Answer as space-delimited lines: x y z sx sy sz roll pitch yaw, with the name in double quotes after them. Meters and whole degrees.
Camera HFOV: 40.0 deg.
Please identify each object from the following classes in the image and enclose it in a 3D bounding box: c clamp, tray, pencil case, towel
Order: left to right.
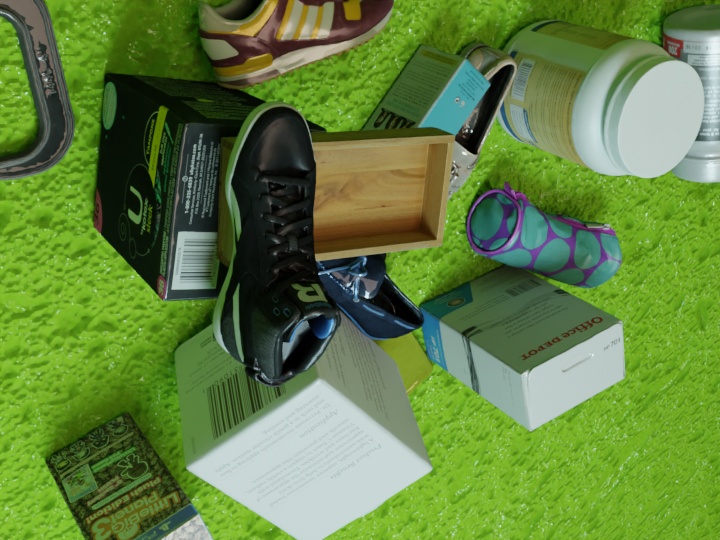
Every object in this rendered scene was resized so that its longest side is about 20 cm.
-0.330 -0.160 0.822 0.171 0.027 0.200 -28 122 -26 "c clamp"
-0.018 -0.062 0.807 0.200 0.037 0.099 -7 114 -30 "tray"
0.026 0.092 1.151 0.086 0.018 0.200 -43 137 -10 "towel"
0.225 -0.039 1.200 0.200 0.085 0.093 14 119 -37 "pencil case"

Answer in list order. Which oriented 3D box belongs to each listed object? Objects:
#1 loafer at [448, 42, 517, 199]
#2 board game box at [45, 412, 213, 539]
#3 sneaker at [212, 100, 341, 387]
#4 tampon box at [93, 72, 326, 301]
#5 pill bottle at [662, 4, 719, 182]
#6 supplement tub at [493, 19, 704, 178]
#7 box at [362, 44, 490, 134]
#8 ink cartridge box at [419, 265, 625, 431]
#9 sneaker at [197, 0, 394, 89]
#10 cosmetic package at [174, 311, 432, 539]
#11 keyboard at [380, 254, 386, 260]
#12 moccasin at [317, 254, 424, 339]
0.109 -0.151 1.086 0.072 0.063 0.200 15 102 -38 "loafer"
-0.210 0.266 0.979 0.097 0.200 0.160 -31 125 -18 "board game box"
-0.047 -0.013 0.714 0.073 0.112 0.200 -3 112 -34 "sneaker"
-0.142 -0.078 0.867 0.126 0.200 0.150 -1 110 -33 "tampon box"
0.436 -0.219 1.239 0.114 0.114 0.200 -23 122 -23 "pill bottle"
0.254 -0.187 1.078 0.144 0.200 0.145 -14 118 -27 "supplement tub"
0.045 -0.136 1.039 0.049 0.082 0.200 35 90 -39 "box"
0.186 0.082 1.155 0.146 0.200 0.086 -23 122 -22 "ink cartridge box"
-0.056 -0.246 0.929 0.200 0.075 0.090 -30 127 -21 "sneaker"
-0.060 0.143 1.015 0.165 0.165 0.200 -34 130 13 "cosmetic package"
-0.056 0.009 1.066 0.200 0.040 0.104 9 105 -35 "keyboard"
0.000 0.000 1.013 0.200 0.068 0.081 41 52 -43 "moccasin"
